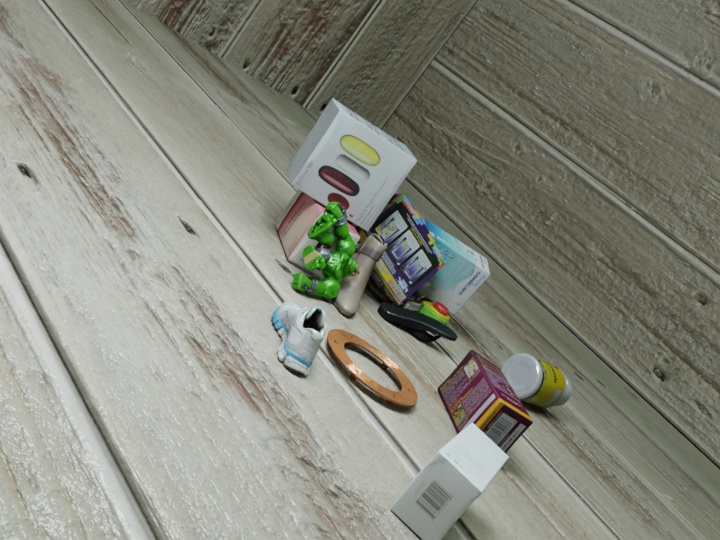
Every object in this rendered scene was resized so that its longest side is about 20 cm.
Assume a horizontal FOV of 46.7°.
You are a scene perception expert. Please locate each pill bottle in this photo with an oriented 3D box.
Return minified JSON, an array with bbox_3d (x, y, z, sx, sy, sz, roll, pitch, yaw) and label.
[{"bbox_3d":[0.438,0.277,2.051,0.200,0.111,0.111,25,18,-47],"label":"pill bottle"}]

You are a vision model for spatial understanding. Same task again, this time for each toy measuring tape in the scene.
[{"bbox_3d":[0.163,0.108,1.990,0.074,0.074,0.200,44,14,25],"label":"toy measuring tape"}]

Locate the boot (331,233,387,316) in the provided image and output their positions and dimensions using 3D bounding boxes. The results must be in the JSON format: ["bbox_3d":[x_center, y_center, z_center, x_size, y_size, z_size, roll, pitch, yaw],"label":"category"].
[{"bbox_3d":[0.000,0.000,1.745,0.070,0.146,0.200,35,14,-20],"label":"boot"}]

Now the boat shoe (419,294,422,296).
[{"bbox_3d":[0.111,-0.013,2.244,0.200,0.073,0.075,36,13,-10],"label":"boat shoe"}]

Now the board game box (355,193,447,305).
[{"bbox_3d":[0.084,-0.048,1.905,0.200,0.165,0.057,57,-21,-17],"label":"board game box"}]

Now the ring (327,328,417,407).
[{"bbox_3d":[0.019,0.176,1.482,0.200,0.019,0.200,35,13,-9],"label":"ring"}]

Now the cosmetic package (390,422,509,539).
[{"bbox_3d":[0.131,0.296,1.170,0.081,0.113,0.200,41,16,16],"label":"cosmetic package"}]

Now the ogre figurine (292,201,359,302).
[{"bbox_3d":[-0.063,-0.028,1.675,0.120,0.098,0.200,48,35,-45],"label":"ogre figurine"}]

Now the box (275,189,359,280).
[{"bbox_3d":[-0.098,-0.087,1.822,0.109,0.128,0.200,30,14,-26],"label":"box"}]

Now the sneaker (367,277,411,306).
[{"bbox_3d":[0.049,0.013,1.992,0.200,0.075,0.081,45,15,24],"label":"sneaker"}]

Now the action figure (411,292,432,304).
[{"bbox_3d":[0.122,0.040,2.116,0.130,0.069,0.200,42,15,-11],"label":"action figure"}]

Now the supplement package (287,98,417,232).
[{"bbox_3d":[-0.022,-0.228,1.799,0.200,0.191,0.147,30,14,-18],"label":"supplement package"}]

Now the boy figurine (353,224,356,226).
[{"bbox_3d":[-0.011,-0.079,1.979,0.064,0.124,0.200,39,36,-12],"label":"boy figurine"}]

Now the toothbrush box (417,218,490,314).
[{"bbox_3d":[0.195,-0.009,2.049,0.200,0.146,0.085,31,26,-15],"label":"toothbrush box"}]

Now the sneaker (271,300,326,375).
[{"bbox_3d":[-0.088,0.088,1.349,0.075,0.087,0.200,31,14,-22],"label":"sneaker"}]

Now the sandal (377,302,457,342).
[{"bbox_3d":[0.126,0.126,1.897,0.200,0.048,0.075,20,19,-17],"label":"sandal"}]

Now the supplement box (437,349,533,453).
[{"bbox_3d":[0.232,0.254,1.579,0.086,0.110,0.200,34,14,-20],"label":"supplement box"}]
